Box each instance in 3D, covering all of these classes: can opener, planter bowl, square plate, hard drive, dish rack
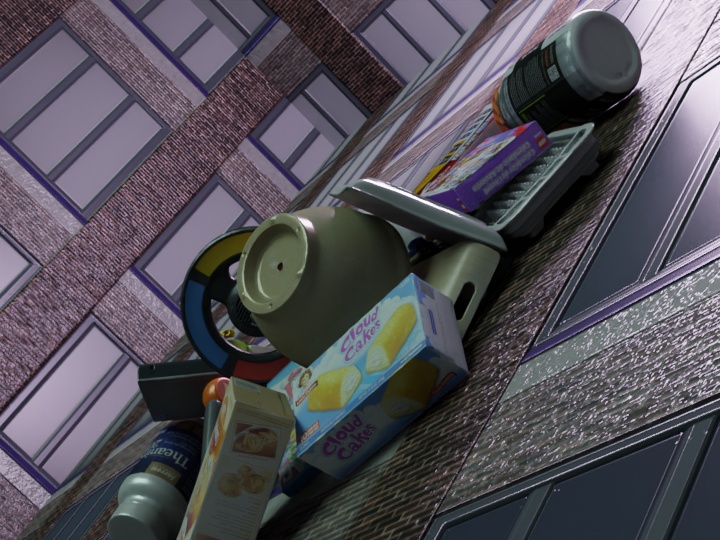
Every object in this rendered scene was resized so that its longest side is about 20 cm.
[{"bbox_3d":[-0.174,0.246,1.639,0.202,0.052,0.067,-92,18,-45],"label":"can opener"},{"bbox_3d":[-0.058,0.012,1.558,0.199,0.134,0.203,-20,60,39],"label":"planter bowl"},{"bbox_3d":[0.066,-0.067,1.585,0.200,0.196,0.029,-176,107,-82],"label":"square plate"},{"bbox_3d":[-0.201,0.162,1.868,0.140,0.197,0.033,86,178,-61],"label":"hard drive"},{"bbox_3d":[0.212,-0.098,1.619,0.172,0.043,0.200,-48,9,-5],"label":"dish rack"}]

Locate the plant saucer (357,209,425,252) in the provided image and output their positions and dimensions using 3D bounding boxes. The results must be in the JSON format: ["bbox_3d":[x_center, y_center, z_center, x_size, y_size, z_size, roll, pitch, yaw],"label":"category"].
[{"bbox_3d":[0.000,0.000,1.736,0.200,0.199,0.050,-48,-31,-9],"label":"plant saucer"}]

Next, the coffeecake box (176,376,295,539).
[{"bbox_3d":[-0.140,0.234,1.479,0.153,0.072,0.203,-147,75,-81],"label":"coffeecake box"}]

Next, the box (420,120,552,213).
[{"bbox_3d":[0.152,-0.123,1.710,0.136,0.039,0.200,-40,7,-10],"label":"box"}]

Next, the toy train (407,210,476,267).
[{"bbox_3d":[0.108,-0.042,1.733,0.034,0.046,0.200,-38,0,35],"label":"toy train"}]

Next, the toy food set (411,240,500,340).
[{"bbox_3d":[0.082,0.056,1.554,0.145,0.060,0.200,-63,13,-22],"label":"toy food set"}]

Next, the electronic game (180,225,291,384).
[{"bbox_3d":[-0.130,0.045,1.697,0.200,0.200,0.042,-45,5,7],"label":"electronic game"}]

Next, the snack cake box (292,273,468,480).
[{"bbox_3d":[0.016,0.113,1.418,0.200,0.067,0.116,-43,33,25],"label":"snack cake box"}]

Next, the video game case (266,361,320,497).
[{"bbox_3d":[-0.052,0.157,1.602,0.143,0.018,0.201,-44,29,18],"label":"video game case"}]

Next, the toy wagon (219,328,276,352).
[{"bbox_3d":[-0.168,0.143,1.914,0.153,0.200,0.040,-12,61,10],"label":"toy wagon"}]

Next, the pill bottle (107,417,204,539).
[{"bbox_3d":[-0.272,0.306,1.888,0.111,0.111,0.201,-38,12,39],"label":"pill bottle"}]

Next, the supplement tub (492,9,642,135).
[{"bbox_3d":[0.265,-0.246,1.764,0.123,0.123,0.200,-52,11,-33],"label":"supplement tub"}]

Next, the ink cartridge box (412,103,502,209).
[{"bbox_3d":[0.159,-0.143,1.931,0.200,0.084,0.175,-49,9,-10],"label":"ink cartridge box"}]

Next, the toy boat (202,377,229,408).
[{"bbox_3d":[-0.152,0.192,1.762,0.200,0.131,0.131,-46,9,5],"label":"toy boat"}]
